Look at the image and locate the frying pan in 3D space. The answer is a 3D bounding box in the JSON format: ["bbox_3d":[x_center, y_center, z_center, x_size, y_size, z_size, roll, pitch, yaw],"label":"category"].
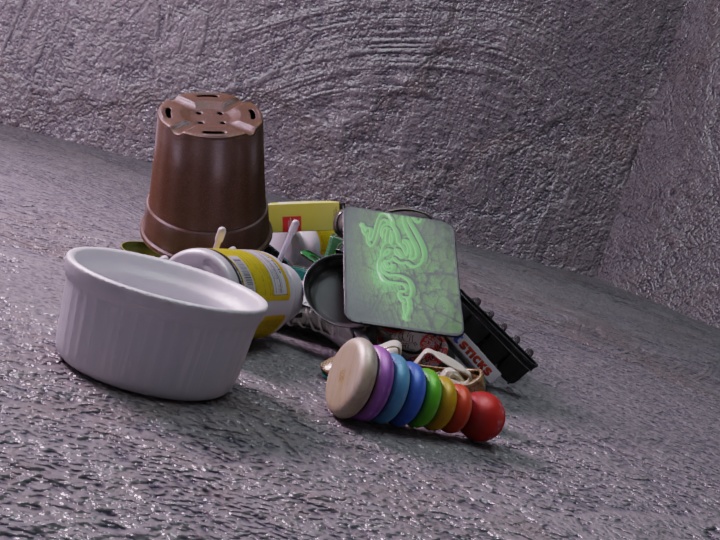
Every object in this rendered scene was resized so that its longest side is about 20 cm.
[{"bbox_3d":[0.004,0.055,1.287,0.115,0.031,0.190,-28,66,-29],"label":"frying pan"}]

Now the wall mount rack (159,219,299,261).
[{"bbox_3d":[-0.173,-0.010,1.327,0.200,0.075,0.174,-10,-3,-42],"label":"wall mount rack"}]

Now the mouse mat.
[{"bbox_3d":[0.055,-0.002,1.330,0.161,0.008,0.200,8,48,-12],"label":"mouse mat"}]

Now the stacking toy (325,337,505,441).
[{"bbox_3d":[0.067,0.139,1.069,0.200,0.085,0.085,21,5,-23],"label":"stacking toy"}]

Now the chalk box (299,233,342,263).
[{"bbox_3d":[-0.003,0.011,1.634,0.200,0.124,0.125,17,8,8],"label":"chalk box"}]

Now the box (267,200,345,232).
[{"bbox_3d":[-0.128,-0.088,1.666,0.200,0.050,0.075,-3,6,-16],"label":"box"}]

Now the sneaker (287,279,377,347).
[{"bbox_3d":[-0.068,0.069,1.353,0.115,0.076,0.200,-8,24,-32],"label":"sneaker"}]

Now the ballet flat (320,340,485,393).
[{"bbox_3d":[0.054,0.117,1.188,0.200,0.065,0.071,14,18,-8],"label":"ballet flat"}]

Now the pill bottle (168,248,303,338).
[{"bbox_3d":[-0.148,0.030,1.217,0.111,0.111,0.200,20,7,23],"label":"pill bottle"}]

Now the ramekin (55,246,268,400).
[{"bbox_3d":[-0.200,0.052,0.991,0.200,0.098,0.200,17,7,-2],"label":"ramekin"}]

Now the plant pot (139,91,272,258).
[{"bbox_3d":[-0.221,-0.142,1.484,0.200,0.198,0.200,6,33,-4],"label":"plant pot"}]

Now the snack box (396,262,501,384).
[{"bbox_3d":[0.111,0.074,1.375,0.200,0.024,0.072,48,-5,2],"label":"snack box"}]

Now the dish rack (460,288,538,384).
[{"bbox_3d":[0.195,0.096,1.488,0.153,0.055,0.200,46,10,10],"label":"dish rack"}]

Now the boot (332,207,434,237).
[{"bbox_3d":[0.059,-0.055,1.491,0.182,0.073,0.200,-2,5,-19],"label":"boot"}]

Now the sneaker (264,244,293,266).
[{"bbox_3d":[-0.177,-0.017,1.620,0.200,0.079,0.096,20,6,24],"label":"sneaker"}]

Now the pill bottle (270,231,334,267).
[{"bbox_3d":[-0.108,-0.040,1.811,0.112,0.113,0.200,19,7,19],"label":"pill bottle"}]

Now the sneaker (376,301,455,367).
[{"bbox_3d":[0.042,0.067,1.380,0.201,0.067,0.108,32,-17,53],"label":"sneaker"}]

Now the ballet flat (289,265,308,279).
[{"bbox_3d":[-0.041,0.051,1.538,0.200,0.068,0.067,24,-11,11],"label":"ballet flat"}]

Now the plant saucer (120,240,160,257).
[{"bbox_3d":[-0.259,0.000,1.494,0.200,0.031,0.200,17,7,-2],"label":"plant saucer"}]

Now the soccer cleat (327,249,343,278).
[{"bbox_3d":[0.000,0.000,1.439,0.081,0.068,0.200,29,5,11],"label":"soccer cleat"}]
